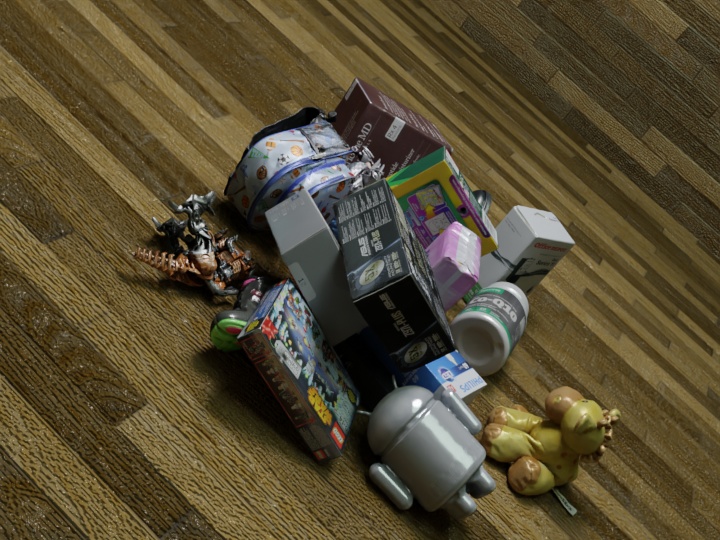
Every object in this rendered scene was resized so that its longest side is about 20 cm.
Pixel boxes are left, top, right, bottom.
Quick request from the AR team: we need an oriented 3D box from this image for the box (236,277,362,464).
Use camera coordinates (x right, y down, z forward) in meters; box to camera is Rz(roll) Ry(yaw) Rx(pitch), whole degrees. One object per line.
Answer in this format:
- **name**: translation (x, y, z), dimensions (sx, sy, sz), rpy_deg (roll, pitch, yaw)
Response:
- **box**: translation (-0.073, 0.127, 1.150), dimensions (0.202, 0.039, 0.137), rpy_deg (59, 24, -18)

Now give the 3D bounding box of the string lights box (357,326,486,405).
- **string lights box**: translation (0.083, 0.123, 1.311), dimensions (0.200, 0.059, 0.102), rpy_deg (48, 30, 18)

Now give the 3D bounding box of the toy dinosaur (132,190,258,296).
- **toy dinosaur**: translation (-0.223, -0.027, 1.231), dimensions (0.138, 0.101, 0.200), rpy_deg (68, 15, 16)

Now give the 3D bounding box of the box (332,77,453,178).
- **box**: translation (0.043, -0.239, 1.736), dimensions (0.198, 0.167, 0.165), rpy_deg (25, 20, -23)

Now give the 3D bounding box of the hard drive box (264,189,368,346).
- **hard drive box**: translation (-0.061, -0.010, 1.275), dimensions (0.157, 0.076, 0.200), rpy_deg (62, -2, -22)

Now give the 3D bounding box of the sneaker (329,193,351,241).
- **sneaker**: translation (-0.020, -0.103, 1.603), dimensions (0.082, 0.071, 0.199), rpy_deg (39, 22, 10)

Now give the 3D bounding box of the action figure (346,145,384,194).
- **action figure**: translation (-0.043, -0.176, 1.575), dimensions (0.197, 0.071, 0.130), rpy_deg (10, 26, 34)

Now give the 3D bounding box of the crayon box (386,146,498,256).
- **crayon box**: translation (0.122, -0.089, 1.566), dimensions (0.201, 0.171, 0.059), rpy_deg (54, 23, -26)

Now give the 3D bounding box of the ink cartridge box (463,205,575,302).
- **ink cartridge box**: translation (0.293, -0.018, 1.704), dimensions (0.145, 0.201, 0.084), rpy_deg (4, 43, -46)

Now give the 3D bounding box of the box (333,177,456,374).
- **box**: translation (0.044, 0.007, 1.208), dimensions (0.165, 0.085, 0.202), rpy_deg (57, 14, -42)

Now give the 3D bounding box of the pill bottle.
- **pill bottle**: translation (0.228, 0.095, 1.557), dimensions (0.113, 0.114, 0.200), rpy_deg (41, 28, 6)

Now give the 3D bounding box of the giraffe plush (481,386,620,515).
- **giraffe plush**: translation (0.308, 0.254, 1.369), dimensions (0.199, 0.163, 0.173), rpy_deg (40, 28, 3)

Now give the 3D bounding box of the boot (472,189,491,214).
- **boot**: translation (0.141, -0.105, 1.686), dimensions (0.167, 0.202, 0.076), rpy_deg (34, -11, -14)

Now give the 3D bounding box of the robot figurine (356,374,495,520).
- **robot figurine**: translation (0.088, 0.236, 1.184), dimensions (0.200, 0.113, 0.169), rpy_deg (45, 63, 8)

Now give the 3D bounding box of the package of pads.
- **package of pads**: translation (0.109, 0.027, 1.423), dimensions (0.075, 0.200, 0.121), rpy_deg (38, 31, -10)

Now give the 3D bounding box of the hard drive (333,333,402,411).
- **hard drive**: translation (0.046, 0.165, 1.315), dimensions (0.200, 0.042, 0.134), rpy_deg (47, 29, 13)

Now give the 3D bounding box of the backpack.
- **backpack**: translation (-0.116, -0.140, 1.431), dimensions (0.188, 0.201, 0.155), rpy_deg (-13, 54, -40)

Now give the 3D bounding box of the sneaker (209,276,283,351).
- **sneaker**: translation (-0.149, 0.054, 1.199), dimensions (0.085, 0.076, 0.200), rpy_deg (63, 21, 3)
